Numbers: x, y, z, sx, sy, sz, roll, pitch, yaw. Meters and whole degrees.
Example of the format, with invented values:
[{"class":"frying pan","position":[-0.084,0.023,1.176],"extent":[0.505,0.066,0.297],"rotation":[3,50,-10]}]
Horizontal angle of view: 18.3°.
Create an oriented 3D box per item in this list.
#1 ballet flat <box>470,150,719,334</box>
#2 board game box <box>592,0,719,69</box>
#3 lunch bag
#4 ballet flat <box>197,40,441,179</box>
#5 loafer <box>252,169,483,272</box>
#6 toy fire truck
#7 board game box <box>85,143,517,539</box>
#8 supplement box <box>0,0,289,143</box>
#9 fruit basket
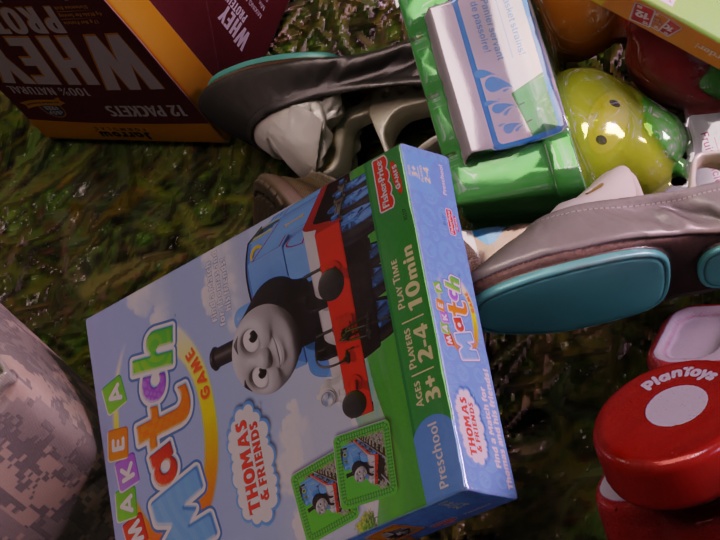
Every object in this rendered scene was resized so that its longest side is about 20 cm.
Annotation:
[{"class":"ballet flat","position":[0.134,-0.018,0.964],"extent":[0.199,0.067,0.064],"rotation":[-9,60,-3]},{"class":"board game box","position":[0.201,-0.119,0.989],"extent":[0.199,0.030,0.096],"rotation":[27,69,-1]},{"class":"lunch bag","position":[-0.199,0.067,1.073],"extent":[0.118,0.164,0.200],"rotation":[-44,47,-1]},{"class":"ballet flat","position":[0.003,-0.080,1.127],"extent":[0.199,0.068,0.069],"rotation":[-10,60,26]},{"class":"loafer","position":[0.000,0.000,1.053],"extent":[0.067,0.076,0.200],"rotation":[-4,18,-20]},{"class":"toy fire truck","position":[0.193,0.062,0.886],"extent":[0.199,0.112,0.168],"rotation":[-6,34,31]},{"class":"board game box","position":[-0.032,0.056,0.952],"extent":[0.200,0.036,0.152],"rotation":[-28,62,36]},{"class":"supplement box","position":[-0.135,-0.205,1.210],"extent":[0.132,0.197,0.201],"rotation":[3,60,33]},{"class":"fruit basket","position":[0.123,-0.103,1.024],"extent":[0.199,0.094,0.186],"rotation":[-18,77,13]}]
